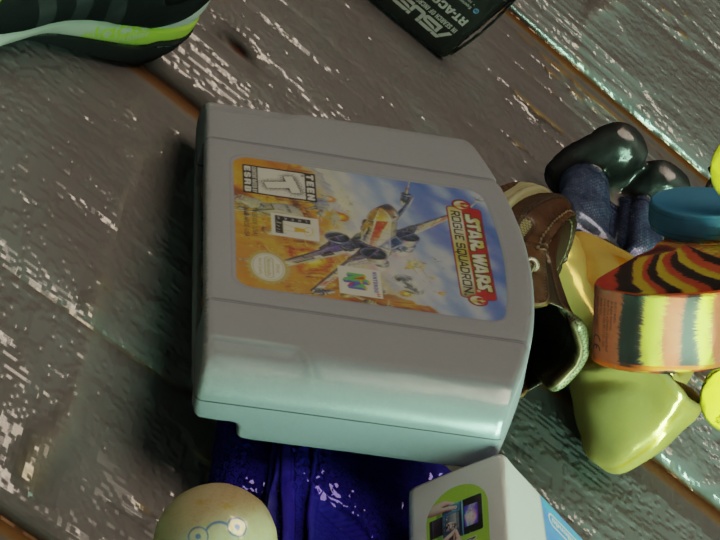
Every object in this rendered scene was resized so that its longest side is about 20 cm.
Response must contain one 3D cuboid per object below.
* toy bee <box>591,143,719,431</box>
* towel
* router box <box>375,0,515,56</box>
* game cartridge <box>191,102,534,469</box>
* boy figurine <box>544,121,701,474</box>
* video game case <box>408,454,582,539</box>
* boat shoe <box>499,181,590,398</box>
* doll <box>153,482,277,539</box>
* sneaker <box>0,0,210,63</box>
[{"bbox_3d":[0.178,-0.007,1.057,0.200,0.108,0.131,-60,148,-44],"label":"toy bee"},{"bbox_3d":[0.004,0.133,0.870,0.147,0.050,0.200,36,33,-22],"label":"towel"},{"bbox_3d":[-0.002,-0.225,1.243,0.200,0.062,0.150,37,34,-23],"label":"router box"},{"bbox_3d":[0.000,0.000,0.945,0.132,0.042,0.200,4,33,-7],"label":"game cartridge"},{"bbox_3d":[0.122,0.012,1.152,0.124,0.064,0.200,41,29,-23],"label":"boy figurine"},{"bbox_3d":[0.089,0.195,0.871,0.200,0.045,0.182,47,30,-37],"label":"video game case"},{"bbox_3d":[0.062,0.028,1.025,0.075,0.075,0.202,20,34,17],"label":"boat shoe"},{"bbox_3d":[-0.019,0.162,0.743,0.048,0.136,0.201,81,-9,-76],"label":"doll"},{"bbox_3d":[-0.120,-0.136,0.963,0.200,0.083,0.072,-5,60,-55],"label":"sneaker"}]
